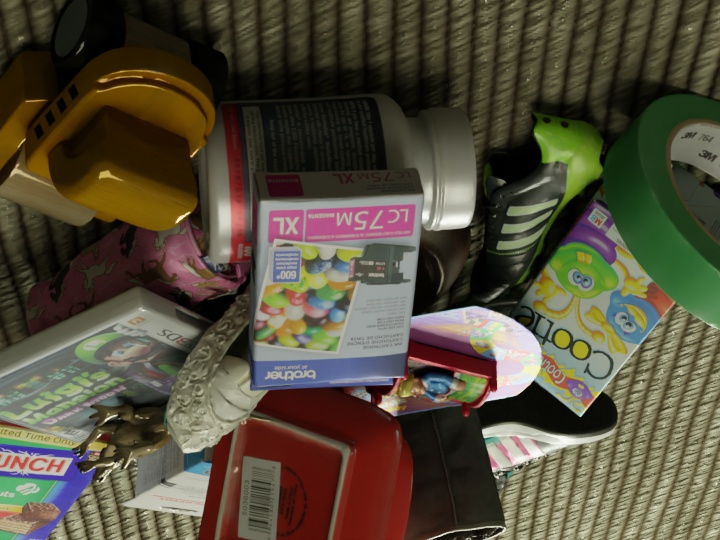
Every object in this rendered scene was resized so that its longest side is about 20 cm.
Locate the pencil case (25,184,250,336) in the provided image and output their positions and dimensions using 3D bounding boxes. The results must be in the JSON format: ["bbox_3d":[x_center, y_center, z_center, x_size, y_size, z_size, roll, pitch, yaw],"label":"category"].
[{"bbox_3d":[-0.180,0.011,1.299,0.199,0.087,0.082,-28,147,28],"label":"pencil case"}]

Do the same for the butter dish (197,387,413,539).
[{"bbox_3d":[-0.024,0.194,1.385,0.198,0.203,0.147,15,-173,37],"label":"butter dish"}]

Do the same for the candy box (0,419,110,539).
[{"bbox_3d":[-0.335,0.168,1.479,0.167,0.078,0.200,14,136,-28],"label":"candy box"}]

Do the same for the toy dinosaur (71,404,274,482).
[{"bbox_3d":[-0.177,0.132,1.355,0.198,0.059,0.101,-22,170,34],"label":"toy dinosaur"}]

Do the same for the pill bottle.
[{"bbox_3d":[-0.019,-0.070,1.199,0.197,0.121,0.120,-4,144,-9],"label":"pill bottle"}]

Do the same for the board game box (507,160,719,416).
[{"bbox_3d":[0.207,0.008,1.341,0.103,0.105,0.201,37,136,6],"label":"board game box"}]

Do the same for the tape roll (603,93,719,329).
[{"bbox_3d":[0.280,-0.044,1.240,0.198,0.202,0.048,12,139,-27],"label":"tape roll"}]

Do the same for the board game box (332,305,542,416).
[{"bbox_3d":[0.054,0.095,1.343,0.197,0.039,0.158,-10,146,16],"label":"board game box"}]

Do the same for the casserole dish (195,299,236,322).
[{"bbox_3d":[-0.091,0.064,1.394,0.198,0.039,0.121,-16,144,40],"label":"casserole dish"}]

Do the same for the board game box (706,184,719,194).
[{"bbox_3d":[0.324,-0.022,1.425,0.197,0.028,0.136,0,142,-14],"label":"board game box"}]

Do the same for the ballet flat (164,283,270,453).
[{"bbox_3d":[-0.081,0.057,1.260,0.071,0.201,0.072,31,167,8],"label":"ballet flat"}]

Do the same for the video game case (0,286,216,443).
[{"bbox_3d":[-0.205,0.082,1.302,0.198,0.024,0.181,-24,154,21],"label":"video game case"}]

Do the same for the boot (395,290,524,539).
[{"bbox_3d":[0.098,0.136,1.435,0.180,0.202,0.072,-28,140,23],"label":"boot"}]

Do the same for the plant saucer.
[{"bbox_3d":[0.000,0.000,1.371,0.197,0.037,0.202,-7,143,-5],"label":"plant saucer"}]

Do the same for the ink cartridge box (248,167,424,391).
[{"bbox_3d":[-0.021,0.019,1.168,0.118,0.042,0.202,-3,130,-10],"label":"ink cartridge box"}]

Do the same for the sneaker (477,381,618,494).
[{"bbox_3d":[0.152,0.174,1.596,0.197,0.084,0.122,-1,139,1],"label":"sneaker"}]

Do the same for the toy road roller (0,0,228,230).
[{"bbox_3d":[-0.183,-0.082,1.123,0.122,0.147,0.200,21,134,-35],"label":"toy road roller"}]

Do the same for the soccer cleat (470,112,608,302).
[{"bbox_3d":[0.127,-0.053,1.317,0.080,0.068,0.201,19,133,-14],"label":"soccer cleat"}]

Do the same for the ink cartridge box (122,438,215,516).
[{"bbox_3d":[-0.139,0.179,1.524,0.115,0.069,0.200,13,155,-27],"label":"ink cartridge box"}]
